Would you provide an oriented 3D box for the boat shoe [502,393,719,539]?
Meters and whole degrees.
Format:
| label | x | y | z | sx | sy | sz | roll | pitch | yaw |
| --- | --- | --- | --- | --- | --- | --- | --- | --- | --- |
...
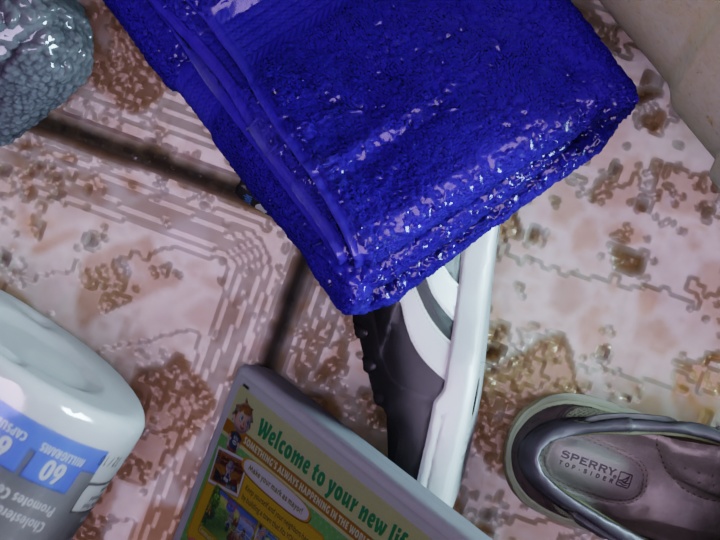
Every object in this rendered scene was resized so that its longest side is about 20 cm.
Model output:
| label | x | y | z | sx | sy | sz | roll | pitch | yaw |
| --- | --- | --- | --- | --- | --- | --- | --- | --- | --- |
| boat shoe | 0.156 | 0.099 | 1.072 | 0.199 | 0.065 | 0.072 | 16 | 96 | 0 |

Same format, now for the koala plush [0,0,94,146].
| label | x | y | z | sx | sy | sz | roll | pitch | yaw |
| --- | --- | --- | --- | --- | --- | --- | --- | --- | --- |
| koala plush | -0.245 | -0.090 | 1.027 | 0.200 | 0.177 | 0.184 | -48 | 54 | 14 |

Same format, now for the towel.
| label | x | y | z | sx | sy | sz | roll | pitch | yaw |
| --- | --- | --- | --- | --- | --- | --- | --- | --- | --- |
| towel | -0.004 | -0.097 | 1.019 | 0.147 | 0.050 | 0.200 | -37 | 68 | -1 |

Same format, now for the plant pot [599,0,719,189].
| label | x | y | z | sx | sy | sz | roll | pitch | yaw |
| --- | --- | --- | --- | --- | --- | --- | --- | --- | --- |
| plant pot | 0.136 | -0.166 | 0.992 | 0.183 | 0.200 | 0.201 | 42 | 98 | 9 |

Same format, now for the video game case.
| label | x | y | z | sx | sy | sz | roll | pitch | yaw |
| --- | --- | --- | --- | --- | --- | --- | --- | --- | --- |
| video game case | -0.027 | 0.157 | 1.037 | 0.022 | 0.200 | 0.183 | 15 | 101 | -35 |

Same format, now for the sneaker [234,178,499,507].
| label | x | y | z | sx | sy | sz | roll | pitch | yaw |
| --- | --- | --- | --- | --- | --- | --- | --- | --- | --- |
| sneaker | 0.000 | 0.000 | 1.072 | 0.111 | 0.073 | 0.201 | 8 | 89 | 6 |

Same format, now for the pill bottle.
| label | x | y | z | sx | sy | sz | roll | pitch | yaw |
| --- | --- | --- | --- | --- | --- | --- | --- | --- | --- |
| pill bottle | -0.186 | 0.111 | 1.070 | 0.113 | 0.114 | 0.201 | 34 | 98 | -1 |
